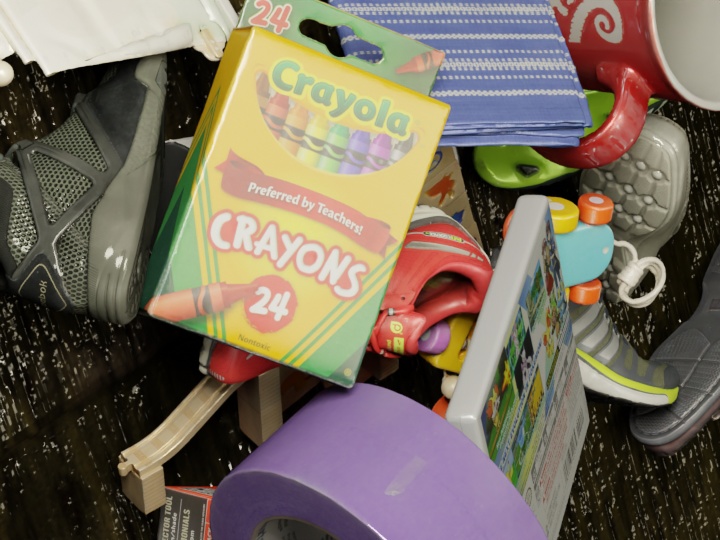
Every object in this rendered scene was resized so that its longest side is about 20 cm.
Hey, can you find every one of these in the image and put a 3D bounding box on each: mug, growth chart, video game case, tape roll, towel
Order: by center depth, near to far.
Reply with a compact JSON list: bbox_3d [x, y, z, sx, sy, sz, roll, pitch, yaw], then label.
[{"bbox_3d":[-0.157,-0.164,1.511,0.199,0.018,0.145,-10,64,-41],"label":"growth chart"},{"bbox_3d":[0.014,0.168,1.553,0.085,0.199,0.201,-41,121,-31],"label":"tape roll"},{"bbox_3d":[0.095,0.087,1.623,0.200,0.022,0.183,-68,152,-47],"label":"video game case"},{"bbox_3d":[0.048,-0.154,1.644,0.144,0.024,0.201,-2,55,-21],"label":"towel"},{"bbox_3d":[0.138,-0.161,1.712,0.177,0.199,0.134,-37,119,-33],"label":"mug"}]

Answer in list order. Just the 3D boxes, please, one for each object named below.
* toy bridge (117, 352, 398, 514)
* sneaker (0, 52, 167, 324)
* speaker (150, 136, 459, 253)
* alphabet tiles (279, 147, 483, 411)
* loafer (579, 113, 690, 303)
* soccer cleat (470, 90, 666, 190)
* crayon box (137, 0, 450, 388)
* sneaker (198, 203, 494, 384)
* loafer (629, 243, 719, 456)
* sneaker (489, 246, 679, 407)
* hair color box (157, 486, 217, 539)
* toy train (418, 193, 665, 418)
[{"bbox_3d":[-0.061,0.074,1.635,0.199,0.027,0.067,-28,138,-27],"label":"toy bridge"},{"bbox_3d":[-0.164,-0.062,1.524,0.076,0.114,0.200,96,3,-54],"label":"sneaker"},{"bbox_3d":[-0.036,-0.050,1.644,0.199,0.081,0.082,-13,104,-41],"label":"speaker"},{"bbox_3d":[0.000,0.000,1.660,0.166,0.006,0.200,-39,146,-13],"label":"alphabet tiles"},{"bbox_3d":[0.182,-0.051,1.802,0.070,0.070,0.200,-52,171,-25],"label":"loafer"},{"bbox_3d":[0.156,-0.107,1.828,0.200,0.081,0.068,-33,82,-17],"label":"soccer cleat"},{"bbox_3d":[-0.033,-0.050,1.522,0.126,0.051,0.201,20,87,-17],"label":"crayon box"},{"bbox_3d":[-0.002,0.021,1.593,0.199,0.085,0.077,-24,141,-31],"label":"sneaker"},{"bbox_3d":[0.259,0.056,1.945,0.200,0.072,0.063,-58,133,-25],"label":"loafer"},{"bbox_3d":[0.148,0.042,1.838,0.200,0.074,0.081,22,77,-44],"label":"sneaker"},{"bbox_3d":[-0.033,0.185,1.689,0.199,0.061,0.102,3,94,-42],"label":"hair color box"},{"bbox_3d":[0.095,0.037,1.731,0.200,0.056,0.150,-46,134,-8],"label":"toy train"}]
